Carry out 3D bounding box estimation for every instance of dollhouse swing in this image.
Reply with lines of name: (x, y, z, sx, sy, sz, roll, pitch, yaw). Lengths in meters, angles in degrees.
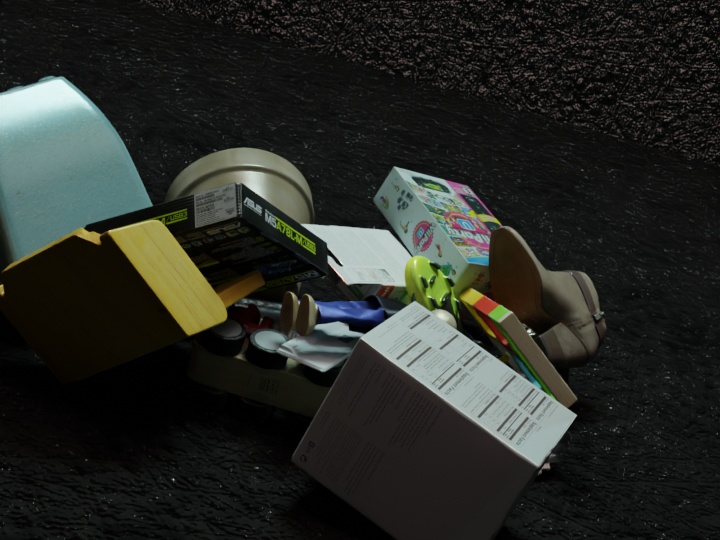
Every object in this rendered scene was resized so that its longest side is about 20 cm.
dollhouse swing: (-0.232, 0.007, 1.319, 0.199, 0.182, 0.176, -21, 22, 38)

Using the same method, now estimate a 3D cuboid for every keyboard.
keyboard: (-0.023, 0.072, 1.369, 0.056, 0.011, 0.200, 27, 20, 16)

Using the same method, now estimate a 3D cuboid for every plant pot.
plant pot: (-0.145, -0.025, 1.609, 0.199, 0.201, 0.174, 8, 37, -20)
plant pot: (-0.379, -0.108, 1.448, 0.195, 0.201, 0.196, -24, 14, -39)

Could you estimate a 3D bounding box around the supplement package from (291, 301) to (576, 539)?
supplement package: (0.073, 0.161, 1.224, 0.200, 0.152, 0.151, 35, 23, 12)

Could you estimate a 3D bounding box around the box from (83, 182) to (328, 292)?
box: (-0.164, -0.021, 1.374, 0.199, 0.048, 0.193, -14, -21, 24)

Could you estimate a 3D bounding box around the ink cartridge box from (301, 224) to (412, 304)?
ink cartridge box: (0.000, 0.000, 1.523, 0.109, 0.050, 0.200, 48, 25, 26)

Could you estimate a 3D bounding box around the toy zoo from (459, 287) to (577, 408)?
toy zoo: (0.177, 0.086, 1.490, 0.131, 0.020, 0.200, 52, -4, -14)

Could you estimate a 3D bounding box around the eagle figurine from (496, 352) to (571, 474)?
eagle figurine: (0.126, 0.150, 1.437, 0.200, 0.150, 0.152, 40, 51, -30)

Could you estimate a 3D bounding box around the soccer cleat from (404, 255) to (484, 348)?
soccer cleat: (0.087, 0.068, 1.525, 0.083, 0.201, 0.065, -6, 39, 33)

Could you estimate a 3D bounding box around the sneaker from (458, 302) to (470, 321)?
sneaker: (0.144, 0.021, 1.691, 0.076, 0.104, 0.200, 60, 2, 8)

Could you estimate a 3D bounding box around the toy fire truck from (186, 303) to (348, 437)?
toy fire truck: (-0.091, 0.092, 1.429, 0.175, 0.129, 0.200, 16, 29, 1)

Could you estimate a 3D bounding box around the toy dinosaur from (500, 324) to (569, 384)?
toy dinosaur: (0.224, 0.117, 1.663, 0.102, 0.077, 0.200, 6, 23, 9)

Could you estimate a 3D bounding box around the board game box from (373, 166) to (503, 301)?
board game box: (0.126, -0.040, 1.636, 0.147, 0.064, 0.200, 9, 34, -41)

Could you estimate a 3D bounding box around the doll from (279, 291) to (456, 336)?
doll: (0.016, 0.051, 1.353, 0.199, 0.049, 0.136, 6, 1, -29)

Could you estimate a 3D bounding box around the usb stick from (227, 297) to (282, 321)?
usb stick: (-0.127, 0.060, 1.546, 0.199, 0.056, 0.033, 10, 29, -21)

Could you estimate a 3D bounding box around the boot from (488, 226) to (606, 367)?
boot: (0.236, 0.027, 1.570, 0.070, 0.201, 0.146, -13, 7, 41)
